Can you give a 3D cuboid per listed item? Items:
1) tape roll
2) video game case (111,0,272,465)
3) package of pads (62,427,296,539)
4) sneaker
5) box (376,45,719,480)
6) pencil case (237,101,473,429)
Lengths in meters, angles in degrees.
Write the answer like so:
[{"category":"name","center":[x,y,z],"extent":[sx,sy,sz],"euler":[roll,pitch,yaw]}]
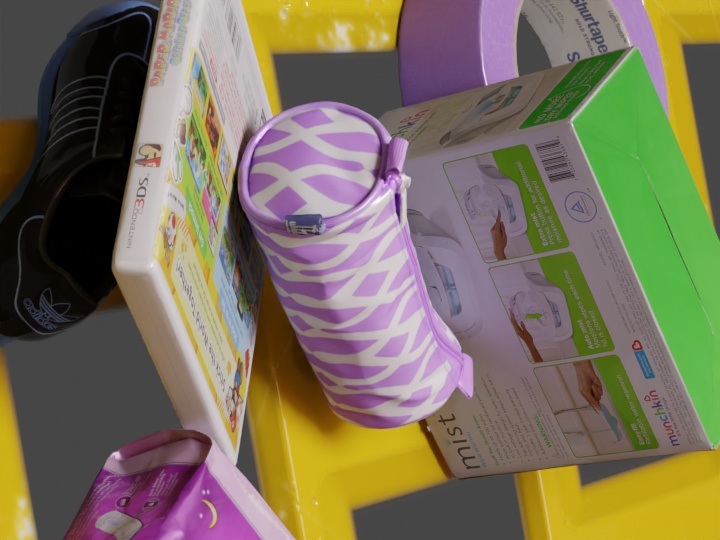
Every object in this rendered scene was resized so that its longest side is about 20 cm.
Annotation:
[{"category":"tape roll","center":[0.109,-0.112,1.249],"extent":[0.199,0.065,0.202],"euler":[16,69,-48]},{"category":"video game case","center":[-0.072,-0.031,0.957],"extent":[0.201,0.023,0.184],"euler":[77,17,-60]},{"category":"package of pads","center":[-0.062,0.184,0.968],"extent":[0.201,0.075,0.121],"euler":[54,43,-27]},{"category":"sneaker","center":[-0.117,-0.051,0.952],"extent":[0.070,0.077,0.201],"euler":[44,51,-34]},{"category":"box","center":[0.098,0.003,1.121],"extent":[0.097,0.175,0.201],"euler":[-46,116,-46]},{"category":"pencil case","center":[0.000,0.000,1.025],"extent":[0.201,0.085,0.085],"euler":[71,16,-54]}]
